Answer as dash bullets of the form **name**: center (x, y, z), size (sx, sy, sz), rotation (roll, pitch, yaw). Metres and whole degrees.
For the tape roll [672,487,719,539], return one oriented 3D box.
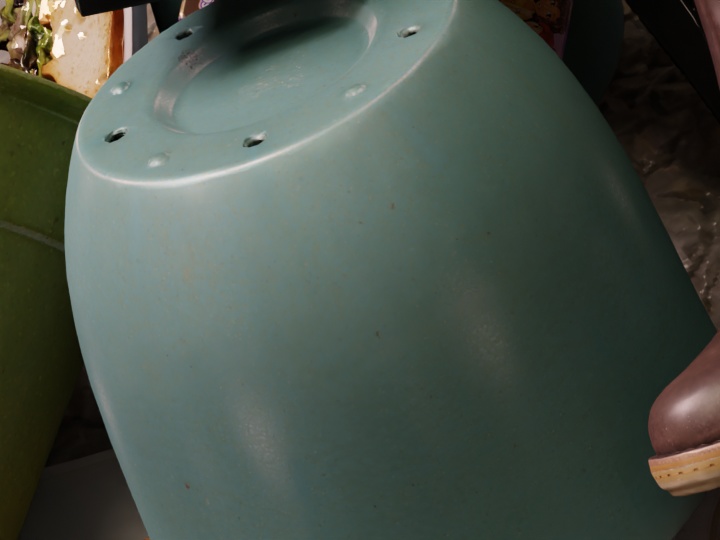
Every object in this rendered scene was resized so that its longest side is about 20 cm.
- **tape roll**: center (0.167, 0.098, 0.662), size (0.199, 0.066, 0.201), rotation (-15, 45, 15)

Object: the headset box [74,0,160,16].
- **headset box**: center (-0.019, -0.182, 0.684), size (0.173, 0.093, 0.201), rotation (-11, 35, 0)

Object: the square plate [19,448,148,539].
- **square plate**: center (-0.073, 0.130, 0.783), size (0.199, 0.029, 0.199), rotation (-18, 44, 12)

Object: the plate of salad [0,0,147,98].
- **plate of salad**: center (-0.130, -0.091, 0.910), size (0.048, 0.201, 0.201), rotation (-1, 39, -20)

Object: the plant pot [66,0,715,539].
- **plant pot**: center (0.000, 0.000, 0.669), size (0.199, 0.162, 0.201), rotation (-18, 29, 11)

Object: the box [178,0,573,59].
- **box**: center (0.022, -0.161, 0.784), size (0.136, 0.039, 0.202), rotation (10, 70, 5)

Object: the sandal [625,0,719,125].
- **sandal**: center (0.120, -0.133, 0.840), size (0.045, 0.075, 0.201), rotation (-40, 79, 27)

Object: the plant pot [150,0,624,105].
- **plant pot**: center (-0.005, -0.140, 0.904), size (0.199, 0.161, 0.202), rotation (-14, 46, 15)

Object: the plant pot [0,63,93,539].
- **plant pot**: center (-0.176, 0.036, 0.748), size (0.199, 0.200, 0.192), rotation (3, 77, 29)

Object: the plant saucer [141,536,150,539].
- **plant saucer**: center (-0.050, 0.175, 0.694), size (0.199, 0.032, 0.202), rotation (-10, 59, 17)

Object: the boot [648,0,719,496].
- **boot**: center (0.121, -0.047, 0.625), size (0.200, 0.167, 0.072), rotation (-35, 5, -28)
